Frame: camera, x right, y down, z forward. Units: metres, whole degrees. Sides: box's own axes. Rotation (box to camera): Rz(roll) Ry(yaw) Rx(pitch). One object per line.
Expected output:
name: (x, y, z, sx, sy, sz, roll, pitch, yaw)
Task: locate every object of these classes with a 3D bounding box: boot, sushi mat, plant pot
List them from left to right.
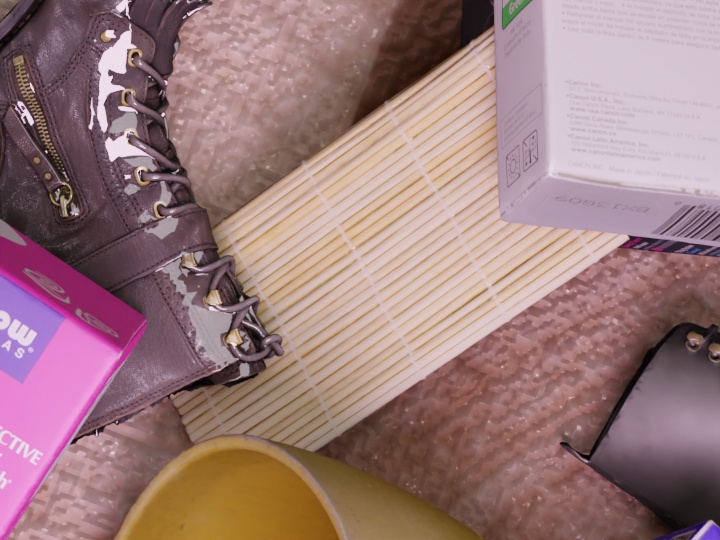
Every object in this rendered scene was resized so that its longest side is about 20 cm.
boot: (-0.077, -0.039, 1.066, 0.200, 0.069, 0.174, -33, 82, 23)
sushi mat: (0.000, 0.000, 1.067, 0.200, 0.012, 0.096, -35, 82, 22)
plant pot: (0.005, 0.166, 1.022, 0.142, 0.200, 0.200, 9, 76, -34)
boot: (0.187, 0.037, 1.105, 0.138, 0.077, 0.200, 36, 93, 2)

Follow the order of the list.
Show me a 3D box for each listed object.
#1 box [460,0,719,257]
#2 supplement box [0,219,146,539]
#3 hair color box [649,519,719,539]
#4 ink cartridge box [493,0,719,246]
box: (0.145, -0.073, 1.121, 0.200, 0.106, 0.122, 5, 78, -9)
supplement box: (-0.173, 0.077, 1.003, 0.101, 0.103, 0.200, 33, 94, -3)
hair color box: (0.173, 0.186, 1.075, 0.200, 0.109, 0.065, 40, 75, -2)
ink cartridge box: (0.106, -0.112, 1.031, 0.109, 0.050, 0.200, 6, 68, -18)
